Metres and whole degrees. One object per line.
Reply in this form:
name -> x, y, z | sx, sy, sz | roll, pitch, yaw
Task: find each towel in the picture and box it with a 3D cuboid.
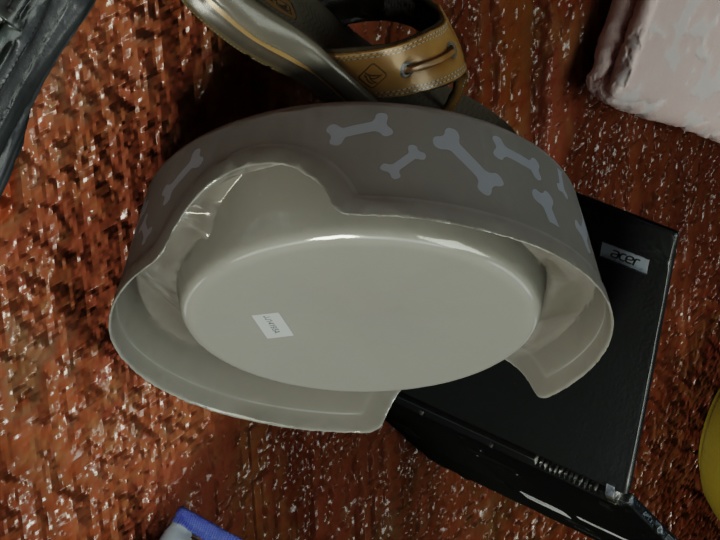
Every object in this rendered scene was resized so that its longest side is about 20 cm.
towel -> 0.197, -0.162, 1.311 | 0.200, 0.032, 0.192 | 10, 100, -55

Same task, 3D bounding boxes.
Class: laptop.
laptop -> 0.081, 0.040, 1.145 | 0.103, 0.177, 0.200 | -59, 144, -9

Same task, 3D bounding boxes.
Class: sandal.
sandal -> 0.002, -0.094, 1.012 | 0.200, 0.082, 0.055 | 35, 109, -31

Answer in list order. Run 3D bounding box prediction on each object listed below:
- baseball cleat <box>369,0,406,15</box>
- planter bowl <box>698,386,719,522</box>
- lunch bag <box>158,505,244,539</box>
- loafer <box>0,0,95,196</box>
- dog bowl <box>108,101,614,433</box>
baseball cleat -> 0.047, -0.201, 1.057 | 0.106, 0.070, 0.201 | 0, 110, -52
planter bowl -> 0.256, 0.102, 1.492 | 0.200, 0.083, 0.201 | -28, 130, -41
lunch bag -> -0.054, 0.226, 1.125 | 0.170, 0.124, 0.200 | -55, 157, -16
loafer -> -0.134, -0.095, 0.877 | 0.070, 0.068, 0.201 | 11, 104, -64
dog bowl -> 0.000, 0.000, 1.015 | 0.200, 0.199, 0.059 | 45, 40, -53
